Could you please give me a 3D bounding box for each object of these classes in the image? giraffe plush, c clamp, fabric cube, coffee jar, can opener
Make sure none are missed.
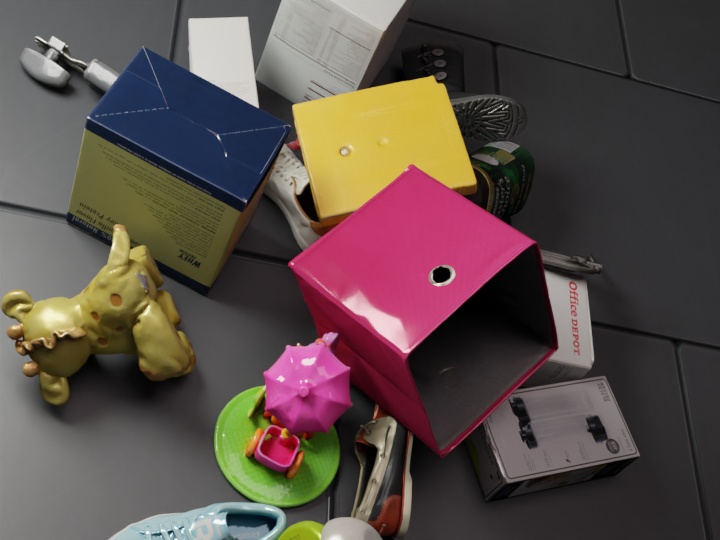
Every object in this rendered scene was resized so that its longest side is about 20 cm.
[{"bbox_3d":[-0.289,0.063,1.231,0.162,0.200,0.173,-25,70,-2],"label":"giraffe plush"},{"bbox_3d":[0.238,-0.020,1.533,0.199,0.027,0.171,14,10,-4],"label":"c clamp"},{"bbox_3d":[0.074,0.041,1.259,0.196,0.200,0.199,-39,50,-17],"label":"fabric cube"},{"bbox_3d":[0.156,-0.105,1.508,0.085,0.105,0.200,24,27,24],"label":"coffee jar"},{"bbox_3d":[-0.347,-0.237,1.473,0.200,0.053,0.067,33,84,1],"label":"can opener"}]

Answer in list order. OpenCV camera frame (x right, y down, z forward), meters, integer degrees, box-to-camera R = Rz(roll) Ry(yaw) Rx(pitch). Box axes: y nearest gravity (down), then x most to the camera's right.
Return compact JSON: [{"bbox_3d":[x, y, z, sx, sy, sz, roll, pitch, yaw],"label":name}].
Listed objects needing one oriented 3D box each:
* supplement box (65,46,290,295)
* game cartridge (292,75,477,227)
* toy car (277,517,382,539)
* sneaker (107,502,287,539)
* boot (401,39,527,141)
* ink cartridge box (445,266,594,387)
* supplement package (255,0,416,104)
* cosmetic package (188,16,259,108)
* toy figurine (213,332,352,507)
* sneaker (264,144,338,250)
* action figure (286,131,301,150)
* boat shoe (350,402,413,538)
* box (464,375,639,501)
[{"bbox_3d":[-0.217,-0.112,1.334,0.199,0.200,0.135,28,52,-2],"label":"supplement box"},{"bbox_3d":[0.028,-0.152,1.420,0.199,0.032,0.177,-12,62,-5],"label":"game cartridge"},{"bbox_3d":[-0.022,0.354,1.146,0.150,0.175,0.201,22,41,-53],"label":"toy car"},{"bbox_3d":[-0.169,0.272,1.170,0.199,0.082,0.074,-8,60,-27],"label":"sneaker"},{"bbox_3d":[0.144,-0.261,1.619,0.164,0.066,0.200,2,34,-3],"label":"boot"},{"bbox_3d":[0.188,0.065,1.456,0.199,0.084,0.147,14,53,-13],"label":"ink cartridge box"},{"bbox_3d":[-0.023,-0.349,1.576,0.147,0.200,0.192,31,51,0],"label":"supplement package"},{"bbox_3d":[-0.177,-0.224,1.464,0.084,0.108,0.201,-4,53,-7],"label":"cosmetic package"},{"bbox_3d":[-0.058,0.135,1.244,0.150,0.184,0.200,28,51,-2],"label":"toy figurine"},{"bbox_3d":[-0.081,-0.119,1.470,0.073,0.085,0.200,-23,67,-31],"label":"sneaker"},{"bbox_3d":[-0.007,-0.147,1.524,0.199,0.134,0.150,5,83,-23],"label":"action figure"},{"bbox_3d":[0.023,0.208,1.304,0.062,0.071,0.201,11,59,-12],"label":"boat shoe"},{"bbox_3d":[0.229,0.204,1.395,0.199,0.060,0.117,-6,61,-26],"label":"box"}]
